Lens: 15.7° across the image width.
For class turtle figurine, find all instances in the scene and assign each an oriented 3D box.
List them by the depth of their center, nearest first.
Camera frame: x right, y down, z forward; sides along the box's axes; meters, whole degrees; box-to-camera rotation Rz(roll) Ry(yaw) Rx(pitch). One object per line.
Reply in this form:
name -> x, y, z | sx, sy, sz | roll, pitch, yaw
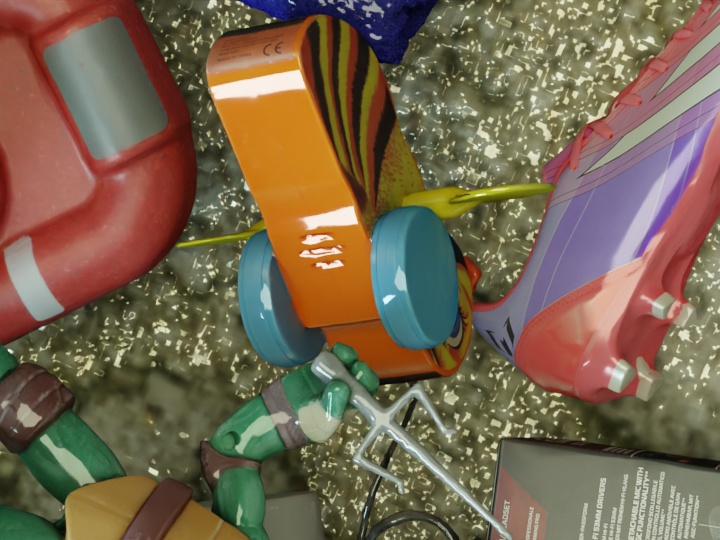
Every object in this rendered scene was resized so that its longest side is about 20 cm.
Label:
turtle figurine -> -0.064, 0.082, 0.789 | 0.199, 0.150, 0.101 | 25, 128, 4

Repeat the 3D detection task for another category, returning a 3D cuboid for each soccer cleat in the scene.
soccer cleat -> 0.109, -0.048, 0.931 | 0.076, 0.067, 0.201 | 29, 93, 24

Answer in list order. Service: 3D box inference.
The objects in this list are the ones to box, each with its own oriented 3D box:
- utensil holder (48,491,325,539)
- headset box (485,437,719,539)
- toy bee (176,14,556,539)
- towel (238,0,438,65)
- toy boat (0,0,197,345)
utensil holder -> -0.081, 0.186, 0.909 | 0.169, 0.170, 0.202 | -8, 87, 10
headset box -> 0.120, 0.141, 0.910 | 0.198, 0.075, 0.150 | 7, 88, 14
toy bee -> 0.000, 0.000, 0.895 | 0.130, 0.109, 0.201 | 12, 117, 15
towel -> -0.046, -0.153, 0.935 | 0.199, 0.050, 0.148 | 25, 51, 12
toy boat -> -0.159, -0.025, 0.883 | 0.199, 0.131, 0.131 | -26, 97, 8
